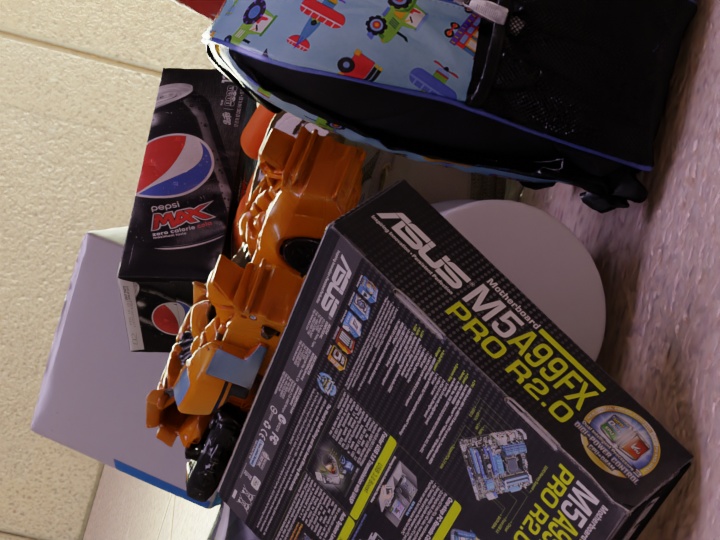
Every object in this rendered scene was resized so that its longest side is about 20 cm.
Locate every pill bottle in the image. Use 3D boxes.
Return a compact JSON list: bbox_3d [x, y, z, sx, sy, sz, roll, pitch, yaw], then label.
[{"bbox_3d":[0.040,0.029,0.976,0.200,0.114,0.115,150,133,-76],"label":"pill bottle"}]

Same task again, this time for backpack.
[{"bbox_3d":[0.034,-0.116,0.951,0.183,0.199,0.135,-136,60,-80],"label":"backpack"}]

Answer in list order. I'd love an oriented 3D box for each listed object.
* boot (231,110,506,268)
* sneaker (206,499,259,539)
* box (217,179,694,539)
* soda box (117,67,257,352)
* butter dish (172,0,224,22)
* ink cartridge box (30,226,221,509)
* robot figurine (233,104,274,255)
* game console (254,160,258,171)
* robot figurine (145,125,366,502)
[{"bbox_3d":[0.000,0.000,1.141,0.072,0.154,0.201,34,116,36],"label":"boot"},{"bbox_3d":[-0.039,0.143,1.185,0.083,0.071,0.201,22,100,56],"label":"sneaker"},{"bbox_3d":[0.029,0.084,0.855,0.044,0.160,0.200,-34,-21,-37],"label":"box"},{"bbox_3d":[-0.106,-0.042,1.331,0.200,0.063,0.071,-85,-6,-46],"label":"soda box"},{"bbox_3d":[-0.037,-0.206,1.168,0.200,0.148,0.199,-50,-4,22],"label":"butter dish"},{"bbox_3d":[-0.102,0.057,1.446,0.200,0.147,0.145,-12,-59,-68],"label":"ink cartridge box"},{"bbox_3d":[-0.005,-0.048,1.263,0.117,0.143,0.200,-76,13,-54],"label":"robot figurine"},{"bbox_3d":[0.006,-0.153,1.370,0.119,0.170,0.201,60,146,40],"label":"game console"},{"bbox_3d":[-0.052,0.022,0.977,0.200,0.058,0.145,122,170,-58],"label":"robot figurine"}]
